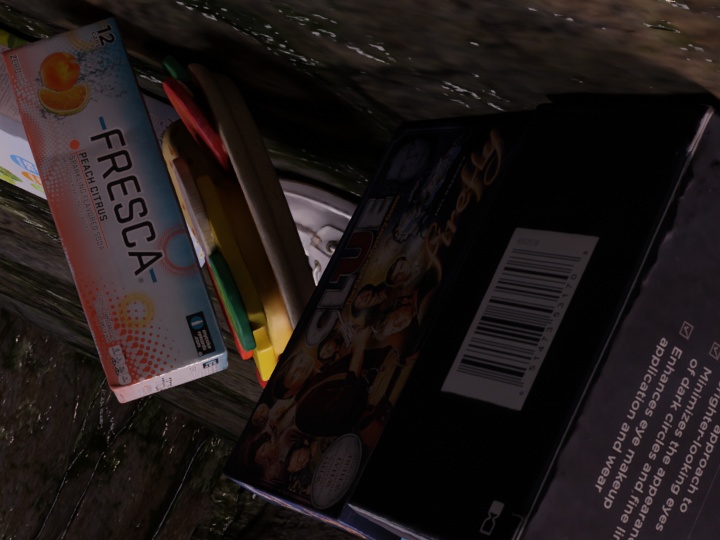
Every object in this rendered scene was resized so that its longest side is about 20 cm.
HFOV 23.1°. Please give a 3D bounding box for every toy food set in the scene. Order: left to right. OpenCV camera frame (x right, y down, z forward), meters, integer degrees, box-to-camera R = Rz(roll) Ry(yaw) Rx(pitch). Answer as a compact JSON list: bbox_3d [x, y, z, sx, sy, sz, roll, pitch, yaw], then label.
[{"bbox_3d":[-0.067,-0.023,0.963,0.198,0.049,0.200,85,164,-67],"label":"toy food set"}]

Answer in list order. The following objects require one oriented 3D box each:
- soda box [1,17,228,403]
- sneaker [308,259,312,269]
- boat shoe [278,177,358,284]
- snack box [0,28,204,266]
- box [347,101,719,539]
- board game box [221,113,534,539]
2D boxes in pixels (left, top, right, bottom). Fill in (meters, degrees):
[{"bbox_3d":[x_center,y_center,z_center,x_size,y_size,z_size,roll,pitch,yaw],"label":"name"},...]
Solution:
[{"bbox_3d":[-0.134,-0.033,0.972,0.068,0.200,0.064,-18,172,-6],"label":"soda box"},{"bbox_3d":[-0.024,0.035,1.305,0.077,0.085,0.200,29,169,-5],"label":"sneaker"},{"bbox_3d":[0.000,0.000,1.116,0.200,0.069,0.071,23,171,24],"label":"boat shoe"},{"bbox_3d":[-0.189,-0.085,1.170,0.200,0.068,0.169,23,169,7],"label":"snack box"},{"bbox_3d":[0.134,0.062,0.744,0.200,0.197,0.117,32,169,-30],"label":"box"},{"bbox_3d":[0.017,0.023,0.828,0.035,0.200,0.135,31,168,-24],"label":"board game box"}]
